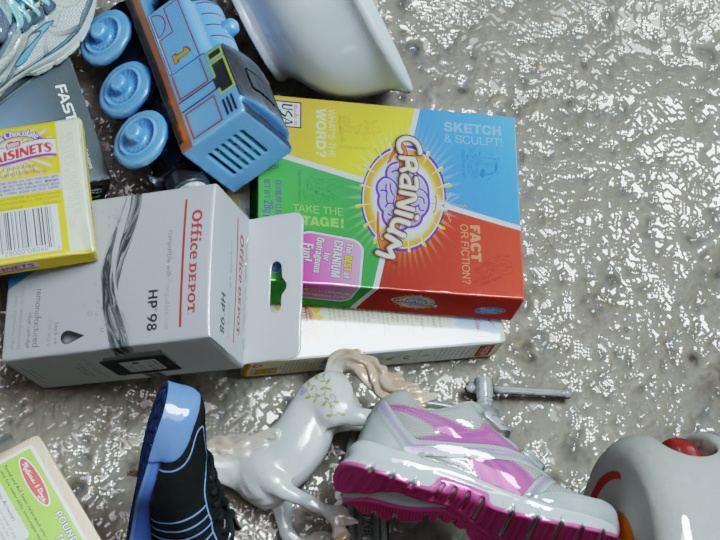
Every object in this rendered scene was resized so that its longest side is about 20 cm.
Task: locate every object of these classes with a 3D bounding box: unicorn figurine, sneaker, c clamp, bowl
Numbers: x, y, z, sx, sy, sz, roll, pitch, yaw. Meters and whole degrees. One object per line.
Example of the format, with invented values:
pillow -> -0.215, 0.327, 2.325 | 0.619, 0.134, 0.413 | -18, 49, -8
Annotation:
unicorn figurine -> -0.048, 0.134, 1.345 | 0.137, 0.074, 0.200 | 39, 63, 14
sneaker -> 0.086, 0.135, 1.288 | 0.199, 0.081, 0.089 | 21, 57, -8
sneaker -> -0.113, 0.159, 1.261 | 0.077, 0.201, 0.070 | 9, 36, -7
c clamp -> 0.071, 0.167, 1.379 | 0.170, 0.027, 0.201 | 8, 68, -9
bowl -> -0.044, -0.205, 1.434 | 0.090, 0.201, 0.202 | -27, 75, 7
sneaker -> -0.249, -0.172, 1.341 | 0.077, 0.086, 0.200 | 36, 64, 1

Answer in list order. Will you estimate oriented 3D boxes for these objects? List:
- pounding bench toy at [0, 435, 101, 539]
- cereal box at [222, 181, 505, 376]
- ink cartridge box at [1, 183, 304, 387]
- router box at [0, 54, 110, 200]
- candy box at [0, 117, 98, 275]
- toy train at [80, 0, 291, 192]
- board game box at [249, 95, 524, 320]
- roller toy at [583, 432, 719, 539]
pounding bench toy -> -0.253, 0.178, 1.230 | 0.124, 0.156, 0.201 | -29, 77, -21
cereal box -> 0.000, 0.000, 1.424 | 0.198, 0.040, 0.145 | -3, 69, -15
ink cartridge box -> -0.143, 0.009, 1.323 | 0.198, 0.067, 0.117 | -7, 66, 18
router box -> -0.284, -0.123, 1.395 | 0.149, 0.062, 0.201 | -15, 73, -19
candy box -> -0.284, -0.041, 1.307 | 0.198, 0.026, 0.103 | -8, 68, -3
toy train -> -0.129, -0.138, 1.391 | 0.114, 0.087, 0.201 | -32, 53, 13
board game box -> 0.018, -0.047, 1.403 | 0.198, 0.040, 0.154 | 4, 66, -11
roller toy -> 0.241, 0.202, 1.317 | 0.139, 0.201, 0.183 | 1, 48, -14
